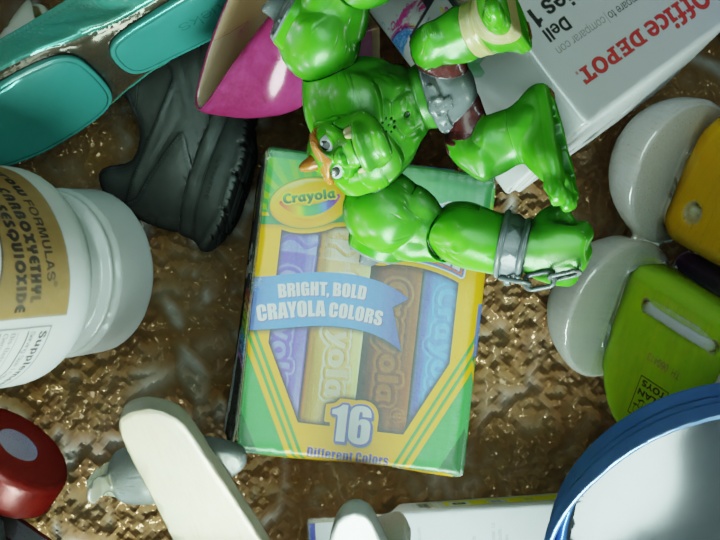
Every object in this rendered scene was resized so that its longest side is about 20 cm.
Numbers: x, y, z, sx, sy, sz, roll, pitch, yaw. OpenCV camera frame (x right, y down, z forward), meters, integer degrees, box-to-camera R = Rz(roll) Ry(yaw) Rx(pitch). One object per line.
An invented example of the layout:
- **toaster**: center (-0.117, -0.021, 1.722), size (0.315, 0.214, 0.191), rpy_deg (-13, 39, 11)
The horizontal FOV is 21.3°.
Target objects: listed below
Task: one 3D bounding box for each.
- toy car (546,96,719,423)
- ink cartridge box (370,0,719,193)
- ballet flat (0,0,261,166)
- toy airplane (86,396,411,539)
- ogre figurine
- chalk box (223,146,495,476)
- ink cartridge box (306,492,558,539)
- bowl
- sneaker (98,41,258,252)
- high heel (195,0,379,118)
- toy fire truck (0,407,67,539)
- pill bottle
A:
- **toy car**: center (0.213, 0.011, 1.046), size (0.149, 0.175, 0.202), rpy_deg (12, 106, -46)
- **ink cartridge box**: center (0.081, -0.165, 1.006), size (0.144, 0.084, 0.201), rpy_deg (-35, 87, -36)
- **ballet flat**: center (-0.143, -0.124, 1.013), size (0.199, 0.067, 0.071), rpy_deg (-30, 53, 6)
- **toy airplane**: center (-0.064, 0.170, 0.980), size (0.197, 0.141, 0.202), rpy_deg (16, 106, -21)
- **ogre figurine**: center (0.031, -0.077, 0.918), size (0.119, 0.099, 0.201), rpy_deg (-16, 128, 17)
- **chalk box**: center (0.000, 0.000, 1.029), size (0.123, 0.125, 0.202), rpy_deg (8, 89, -5)
- **ink cartridge box**: center (0.071, 0.228, 1.073), size (0.198, 0.047, 0.200), rpy_deg (-2, 90, -4)
- **bowl**: center (0.188, 0.142, 0.971), size (0.198, 0.040, 0.202), rpy_deg (-1, 122, -1)
- **sneaker**: center (-0.087, -0.117, 1.052), size (0.090, 0.076, 0.202), rpy_deg (17, 83, 5)
- **high heel**: center (-0.044, -0.165, 0.931), size (0.095, 0.068, 0.202), rpy_deg (-14, 121, -13)
- **toy fire truck**: center (-0.247, 0.126, 0.965), size (0.199, 0.168, 0.112), rpy_deg (37, 111, -3)
- **pill bottle**: center (-0.201, 0.004, 0.966), size (0.113, 0.199, 0.116), rpy_deg (2, 93, 34)
